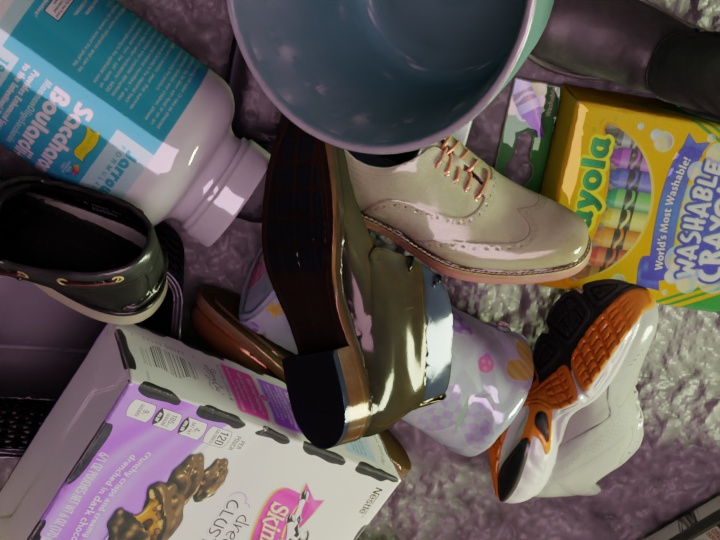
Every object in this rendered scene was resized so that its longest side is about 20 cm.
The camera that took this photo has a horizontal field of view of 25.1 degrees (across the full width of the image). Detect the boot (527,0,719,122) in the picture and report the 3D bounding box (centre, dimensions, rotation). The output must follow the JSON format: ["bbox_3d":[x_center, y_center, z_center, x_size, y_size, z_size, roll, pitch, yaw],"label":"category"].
[{"bbox_3d":[0.189,-0.121,0.957,0.181,0.200,0.073,11,108,-10],"label":"boot"}]

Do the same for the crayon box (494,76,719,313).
[{"bbox_3d":[0.187,-0.046,1.063,0.199,0.052,0.127,8,108,-8],"label":"crayon box"}]

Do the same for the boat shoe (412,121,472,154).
[{"bbox_3d":[0.052,-0.161,0.998,0.062,0.072,0.201,8,111,-10],"label":"boat shoe"}]

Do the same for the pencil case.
[{"bbox_3d":[0.019,0.041,1.054,0.199,0.083,0.091,31,97,-19],"label":"pencil case"}]

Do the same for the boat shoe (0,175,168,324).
[{"bbox_3d":[-0.207,-0.029,0.939,0.200,0.074,0.063,17,149,8],"label":"boat shoe"}]

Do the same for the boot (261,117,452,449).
[{"bbox_3d":[0.000,0.000,0.976,0.097,0.074,0.202,-8,95,-40],"label":"boot"}]

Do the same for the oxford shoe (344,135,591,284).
[{"bbox_3d":[0.052,-0.048,0.995,0.199,0.071,0.074,15,139,-2],"label":"oxford shoe"}]

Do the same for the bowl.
[{"bbox_3d":[0.032,-0.171,0.916,0.200,0.105,0.202,6,102,31],"label":"bowl"}]

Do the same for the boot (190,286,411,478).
[{"bbox_3d":[-0.082,0.119,1.091,0.155,0.077,0.200,-40,116,13],"label":"boot"}]

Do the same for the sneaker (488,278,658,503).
[{"bbox_3d":[0.160,0.082,1.082,0.091,0.076,0.200,6,136,-21],"label":"sneaker"}]

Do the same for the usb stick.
[{"bbox_3d":[-0.057,-0.126,1.020,0.055,0.033,0.201,11,108,-2],"label":"usb stick"}]

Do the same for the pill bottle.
[{"bbox_3d":[-0.153,-0.099,0.970,0.199,0.111,0.111,35,103,-10],"label":"pill bottle"}]

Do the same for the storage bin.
[{"bbox_3d":[-0.214,0.039,1.030,0.198,0.094,0.136,4,109,-8],"label":"storage bin"}]

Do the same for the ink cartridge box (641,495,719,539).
[{"bbox_3d":[0.262,0.253,1.159,0.199,0.083,0.147,-31,110,6],"label":"ink cartridge box"}]

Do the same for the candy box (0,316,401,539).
[{"bbox_3d":[-0.104,0.142,0.997,0.199,0.072,0.168,23,111,-31],"label":"candy box"}]
